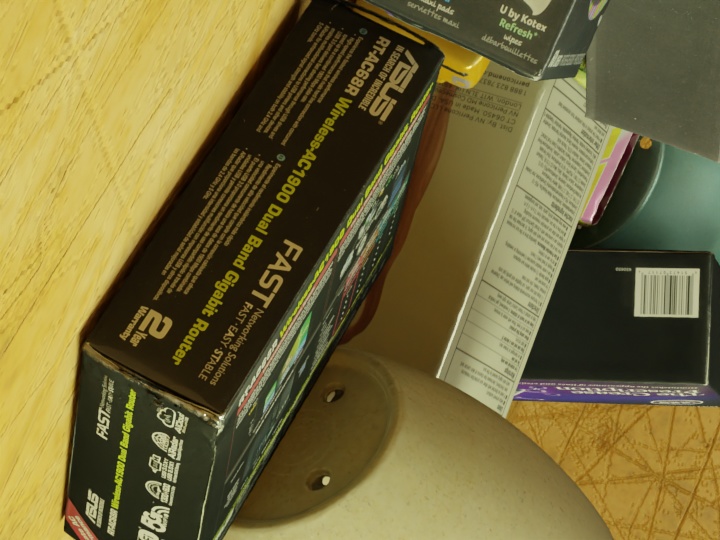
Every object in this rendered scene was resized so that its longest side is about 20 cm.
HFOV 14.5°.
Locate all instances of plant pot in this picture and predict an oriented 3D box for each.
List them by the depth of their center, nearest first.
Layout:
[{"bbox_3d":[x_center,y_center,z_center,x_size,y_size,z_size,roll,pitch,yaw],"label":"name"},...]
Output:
[{"bbox_3d":[0.144,-0.074,1.698,0.201,0.199,0.188,-66,160,11],"label":"plant pot"}]

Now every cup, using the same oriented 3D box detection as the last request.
[{"bbox_3d":[-0.002,0.118,1.231,0.201,0.200,0.143,-60,138,-31],"label":"cup"}]

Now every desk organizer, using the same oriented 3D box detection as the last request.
[{"bbox_3d":[0.149,-0.151,1.285,0.077,0.071,0.200,-57,157,-33],"label":"desk organizer"}]

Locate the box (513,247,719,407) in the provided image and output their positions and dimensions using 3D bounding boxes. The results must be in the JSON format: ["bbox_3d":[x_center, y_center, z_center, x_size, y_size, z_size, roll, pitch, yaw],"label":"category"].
[{"bbox_3d":[0.105,0.033,1.594,0.141,0.199,0.079,21,70,-76],"label":"box"}]

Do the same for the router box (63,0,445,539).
[{"bbox_3d":[-0.044,0.010,1.132,0.200,0.062,0.150,-59,172,-33],"label":"router box"}]

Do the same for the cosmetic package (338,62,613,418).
[{"bbox_3d":[0.042,-0.009,1.404,0.103,0.087,0.201,34,75,-63],"label":"cosmetic package"}]

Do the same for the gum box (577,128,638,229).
[{"bbox_3d":[0.116,-0.131,1.559,0.201,0.113,0.066,-65,172,8],"label":"gum box"}]

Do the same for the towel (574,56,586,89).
[{"bbox_3d":[0.122,-0.190,1.381,0.144,0.023,0.201,32,64,-61],"label":"towel"}]

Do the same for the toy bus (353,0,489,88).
[{"bbox_3d":[0.066,-0.176,1.269,0.201,0.065,0.078,-63,174,-12],"label":"toy bus"}]

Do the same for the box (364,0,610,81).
[{"bbox_3d":[0.075,-0.187,1.135,0.201,0.106,0.122,-66,172,10],"label":"box"}]
